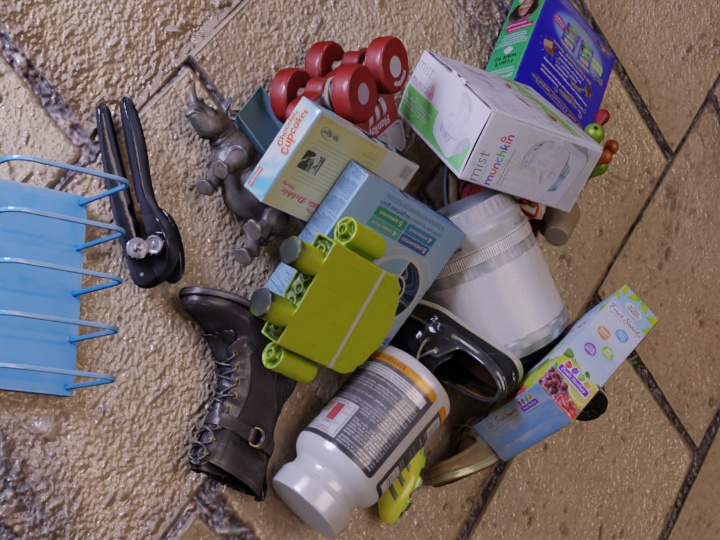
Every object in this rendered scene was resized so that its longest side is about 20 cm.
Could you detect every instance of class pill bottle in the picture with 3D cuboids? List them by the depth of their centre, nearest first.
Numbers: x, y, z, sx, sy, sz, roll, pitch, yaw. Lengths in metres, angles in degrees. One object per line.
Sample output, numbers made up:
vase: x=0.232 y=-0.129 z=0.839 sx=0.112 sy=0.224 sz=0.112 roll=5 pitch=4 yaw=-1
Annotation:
pill bottle: x=0.000 y=0.190 z=1.364 sx=0.200 sy=0.116 sz=0.117 roll=-47 pitch=113 yaw=-22

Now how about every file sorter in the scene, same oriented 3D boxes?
file sorter: x=-0.299 y=0.007 z=1.141 sx=0.138 sy=0.122 sz=0.202 roll=11 pitch=75 yaw=-39

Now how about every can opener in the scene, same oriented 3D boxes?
can opener: x=-0.235 y=-0.078 z=1.268 sx=0.063 sy=0.079 sz=0.202 roll=-19 pitch=92 yaw=-3

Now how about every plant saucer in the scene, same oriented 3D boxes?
plant saucer: x=-0.076 y=-0.116 z=1.426 sx=0.201 sy=0.019 sz=0.070 roll=54 pitch=37 yaw=-22

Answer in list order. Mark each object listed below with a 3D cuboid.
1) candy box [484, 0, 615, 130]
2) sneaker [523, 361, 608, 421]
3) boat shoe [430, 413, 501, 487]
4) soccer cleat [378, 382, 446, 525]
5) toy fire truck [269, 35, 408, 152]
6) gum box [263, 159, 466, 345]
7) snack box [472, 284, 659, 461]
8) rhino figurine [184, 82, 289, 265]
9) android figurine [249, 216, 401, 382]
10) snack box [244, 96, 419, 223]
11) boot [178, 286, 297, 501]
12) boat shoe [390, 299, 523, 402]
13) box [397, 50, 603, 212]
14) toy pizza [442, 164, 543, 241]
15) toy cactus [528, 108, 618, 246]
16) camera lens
candy box: x=0.264 y=-0.272 z=1.731 sx=0.169 sy=0.077 sz=0.201 roll=41 pitch=56 yaw=-30
sneaker: x=0.253 y=0.117 z=1.668 sx=0.200 sy=0.076 sz=0.088 roll=43 pitch=27 yaw=-19
boat shoe: x=0.152 y=0.212 z=1.551 sx=0.199 sy=0.074 sz=0.067 roll=-21 pitch=83 yaw=-43
soccer cleat: x=0.043 y=0.201 z=1.466 sx=0.083 sy=0.065 sz=0.202 roll=18 pitch=72 yaw=-7
toy fire truck: x=-0.013 y=-0.173 z=1.442 sx=0.200 sy=0.111 sz=0.169 roll=-47 pitch=130 yaw=-46
gum box: x=0.000 y=0.000 z=1.383 sx=0.169 sy=0.045 sz=0.201 roll=28 pitch=102 yaw=-39
snack box: x=0.248 y=0.125 z=1.490 sx=0.068 sy=0.169 sz=0.200 roll=48 pitch=56 yaw=3
rhino figurine: x=-0.141 y=-0.113 z=1.346 sx=0.201 sy=0.059 sz=0.087 roll=64 pitch=33 yaw=-11
android figurine: x=-0.030 y=0.036 z=1.311 sx=0.199 sy=0.041 sz=0.183 roll=26 pitch=93 yaw=-49
snack box: x=-0.028 y=-0.105 z=1.359 sx=0.117 sy=0.037 sz=0.199 roll=-55 pitch=144 yaw=9
boot: x=-0.141 y=0.131 z=1.296 sx=0.200 sy=0.069 sz=0.175 roll=42 pitch=56 yaw=-31
boat shoe: x=0.092 y=0.092 z=1.443 sx=0.068 sy=0.199 sz=0.072 roll=-39 pitch=151 yaw=-50
box: x=0.170 y=-0.177 z=1.521 sx=0.175 sy=0.200 sz=0.097 roll=12 pitch=115 yaw=-30
toy pizza: x=0.188 y=-0.098 z=1.659 sx=0.199 sy=0.032 sz=0.202 roll=10 pitch=76 yaw=-41
toy cactus: x=0.262 y=-0.103 z=1.593 sx=0.102 sy=0.200 sz=0.166 roll=29 pitch=45 yaw=-6
camera lens: x=0.154 y=0.016 z=1.517 sx=0.159 sy=0.159 sz=0.202 roll=-30 pitch=99 yaw=-41
